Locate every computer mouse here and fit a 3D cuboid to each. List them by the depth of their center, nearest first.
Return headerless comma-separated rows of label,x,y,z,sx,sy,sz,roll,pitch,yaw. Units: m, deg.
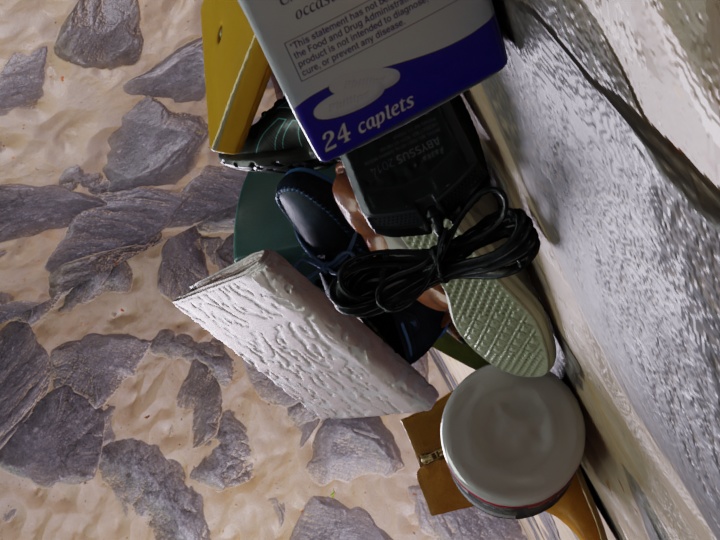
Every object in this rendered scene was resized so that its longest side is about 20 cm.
computer mouse,0.023,-0.079,0.715,0.053,0.138,0.201,-14,-94,-73

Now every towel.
towel,-0.052,0.063,1.010,0.200,0.032,0.191,40,153,-19

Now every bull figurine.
bull figurine,0.057,-0.013,0.900,0.200,0.065,0.121,42,169,-27

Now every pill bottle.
pill bottle,0.126,0.147,0.942,0.111,0.110,0.200,63,179,18

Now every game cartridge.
game cartridge,-0.088,-0.224,0.918,0.200,0.032,0.177,123,146,-47

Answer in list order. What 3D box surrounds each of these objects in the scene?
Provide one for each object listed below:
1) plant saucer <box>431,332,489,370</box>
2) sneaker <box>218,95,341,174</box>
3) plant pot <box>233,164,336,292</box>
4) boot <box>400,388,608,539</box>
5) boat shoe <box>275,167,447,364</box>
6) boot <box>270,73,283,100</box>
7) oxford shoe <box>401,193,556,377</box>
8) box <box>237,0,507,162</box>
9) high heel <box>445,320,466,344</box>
plant saucer,0.068,0.051,1.164,0.200,0.031,0.200,30,-178,-1
sneaker,-0.037,-0.124,0.952,0.075,0.199,0.080,0,-93,-56
plant pot,-0.034,-0.043,1.100,0.142,0.141,0.200,64,-151,-30
boot,0.133,0.204,1.075,0.202,0.144,0.071,63,180,16
boat shoe,0.000,0.000,0.957,0.200,0.069,0.084,44,151,-14
boot,-0.084,-0.242,1.238,0.166,0.072,0.200,47,142,30
oxford shoe,0.089,0.000,0.801,0.200,0.075,0.058,55,-135,-31
box,-0.032,-0.190,0.519,0.184,0.105,0.200,63,180,45
high heel,0.051,-0.039,0.999,0.143,0.071,0.201,50,-159,-67
